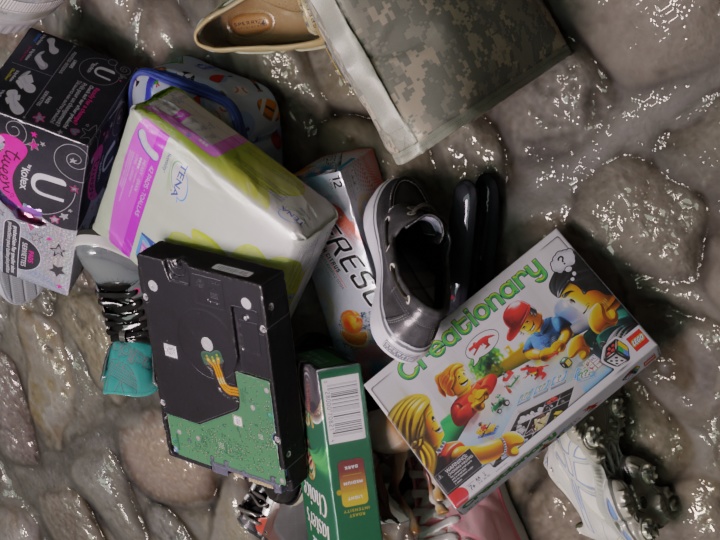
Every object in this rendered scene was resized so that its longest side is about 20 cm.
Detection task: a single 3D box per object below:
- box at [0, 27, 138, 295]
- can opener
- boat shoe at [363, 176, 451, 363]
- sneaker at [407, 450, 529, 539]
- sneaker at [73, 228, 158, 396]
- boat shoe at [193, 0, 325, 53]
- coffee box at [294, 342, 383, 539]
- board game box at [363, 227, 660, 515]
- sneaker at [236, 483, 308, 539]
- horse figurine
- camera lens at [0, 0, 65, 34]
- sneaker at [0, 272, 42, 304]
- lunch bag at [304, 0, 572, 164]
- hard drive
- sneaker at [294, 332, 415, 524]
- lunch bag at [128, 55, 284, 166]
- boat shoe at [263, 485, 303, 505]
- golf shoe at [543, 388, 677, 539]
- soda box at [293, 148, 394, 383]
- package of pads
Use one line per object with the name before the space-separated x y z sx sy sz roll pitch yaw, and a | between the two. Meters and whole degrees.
box | -0.292 -0.098 1.336 0.114 0.133 0.201 19 134 1
can opener | 0.087 0.017 1.182 0.078 0.063 0.202 20 123 29
boat shoe | 0.043 -0.017 1.127 0.069 0.201 0.066 26 128 -15
sneaker | 0.076 0.207 1.260 0.075 0.104 0.201 -24 95 43
sneaker | -0.217 0.056 1.336 0.083 0.122 0.200 0 150 33
boat shoe | -0.051 -0.212 1.173 0.199 0.063 0.074 -11 105 40
coffee box | -0.022 0.170 1.213 0.123 0.044 0.202 -160 61 -72
board game box | 0.117 0.078 1.108 0.200 0.035 0.126 -39 66 0
sneaker | -0.080 0.226 1.388 0.077 0.081 0.202 -138 39 -58
horse figurine | 0.034 0.154 1.204 0.200 0.049 0.134 127 135 -56
camera lens | -0.294 -0.323 1.238 0.200 0.160 0.161 -37 88 42
sneaker | -0.369 -0.064 1.500 0.071 0.073 0.202 32 127 45
lunch bag | 0.040 -0.179 1.029 0.117 0.200 0.165 -24 98 41
hard drive | -0.115 0.082 1.198 0.139 0.038 0.202 12 120 34
sneaker | -0.017 0.156 1.325 0.088 0.074 0.201 -32 91 41
lunch bag | -0.148 -0.088 1.305 0.159 0.075 0.202 22 123 30
boat shoe | -0.097 0.123 1.326 0.073 0.063 0.203 -30 68 45
golf shoe | 0.177 0.142 1.172 0.097 0.078 0.201 -16 100 48
soda box | 0.000 0.000 1.234 0.063 0.068 0.202 -9 107 31
package of pads | -0.126 -0.045 1.212 0.199 0.068 0.155 38 129 13
